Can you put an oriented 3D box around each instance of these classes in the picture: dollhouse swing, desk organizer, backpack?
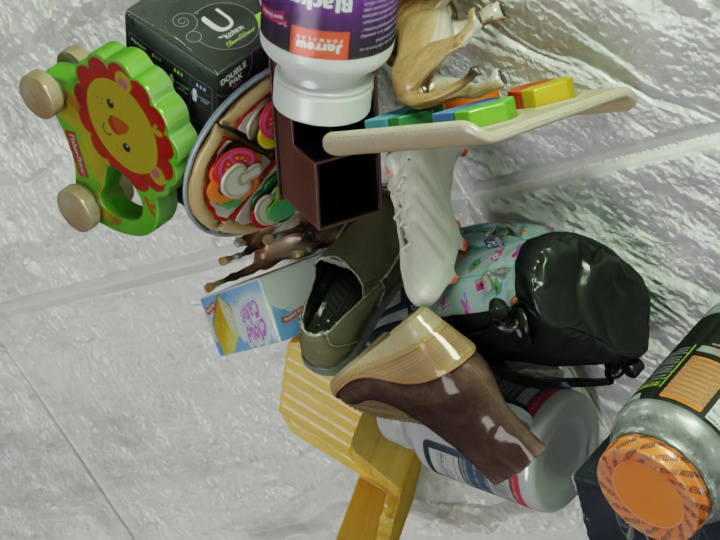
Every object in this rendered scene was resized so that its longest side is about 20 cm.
[{"bbox_3d":[-0.026,0.198,2.061,0.175,0.182,0.201,18,141,6],"label":"dollhouse swing"},{"bbox_3d":[-0.030,-0.143,1.684,0.077,0.071,0.201,43,143,51],"label":"desk organizer"},{"bbox_3d":[0.142,0.025,1.709,0.166,0.127,0.199,30,160,-32],"label":"backpack"}]

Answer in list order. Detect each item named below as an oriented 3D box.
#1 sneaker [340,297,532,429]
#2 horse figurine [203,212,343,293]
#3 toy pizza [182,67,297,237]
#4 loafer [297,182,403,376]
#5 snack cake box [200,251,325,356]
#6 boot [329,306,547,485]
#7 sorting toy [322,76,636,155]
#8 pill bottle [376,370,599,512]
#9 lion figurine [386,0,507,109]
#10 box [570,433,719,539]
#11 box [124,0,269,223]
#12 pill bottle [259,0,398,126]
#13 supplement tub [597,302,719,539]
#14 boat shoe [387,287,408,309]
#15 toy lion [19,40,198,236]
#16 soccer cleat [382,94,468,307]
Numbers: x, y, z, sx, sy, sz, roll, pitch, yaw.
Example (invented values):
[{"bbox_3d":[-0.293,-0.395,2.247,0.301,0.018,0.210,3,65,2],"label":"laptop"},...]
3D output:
[{"bbox_3d":[0.081,0.090,1.816,0.199,0.109,0.070,9,155,32],"label":"sneaker"},{"bbox_3d":[-0.071,-0.032,1.932,0.199,0.132,0.050,-23,95,41],"label":"horse figurine"},{"bbox_3d":[-0.075,-0.106,1.774,0.032,0.200,0.201,45,148,30],"label":"toy pizza"},{"bbox_3d":[0.000,0.000,1.802,0.075,0.201,0.070,15,159,21],"label":"loafer"},{"bbox_3d":[-0.072,0.029,1.932,0.200,0.114,0.068,-18,91,69],"label":"snack cake box"},{"bbox_3d":[0.064,0.128,1.716,0.167,0.072,0.200,51,150,0],"label":"boot"},{"bbox_3d":[0.096,-0.128,1.583,0.185,0.199,0.037,-1,101,48],"label":"sorting toy"},{"bbox_3d":[0.119,0.149,1.882,0.199,0.120,0.120,17,135,37],"label":"pill bottle"},{"bbox_3d":[0.056,-0.181,1.597,0.122,0.200,0.073,-26,112,20],"label":"lion figurine"},{"bbox_3d":[0.319,0.251,1.761,0.199,0.117,0.198,14,133,41],"label":"box"},{"bbox_3d":[-0.125,-0.171,1.807,0.124,0.148,0.201,35,144,25],"label":"box"},{"bbox_3d":[-0.024,-0.222,1.552,0.111,0.111,0.201,25,126,30],"label":"pill bottle"},{"bbox_3d":[0.287,0.123,1.598,0.122,0.200,0.123,29,142,26],"label":"supplement tub"},{"bbox_3d":[0.018,0.048,1.928,0.067,0.057,0.200,43,138,17],"label":"boat shoe"},{"bbox_3d":[-0.217,-0.118,1.788,0.191,0.069,0.201,18,133,40],"label":"toy lion"},{"bbox_3d":[0.050,-0.066,1.692,0.077,0.201,0.069,20,155,-31],"label":"soccer cleat"}]
